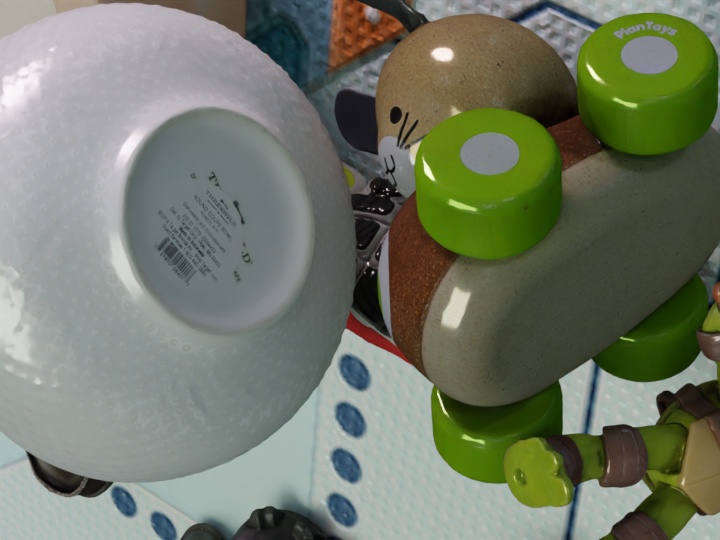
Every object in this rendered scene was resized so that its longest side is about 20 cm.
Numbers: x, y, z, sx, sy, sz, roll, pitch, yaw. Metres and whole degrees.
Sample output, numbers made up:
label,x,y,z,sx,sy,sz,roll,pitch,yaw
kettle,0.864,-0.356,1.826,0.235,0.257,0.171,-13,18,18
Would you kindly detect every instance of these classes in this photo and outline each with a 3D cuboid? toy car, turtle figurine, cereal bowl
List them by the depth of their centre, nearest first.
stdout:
label,x,y,z,sx,sy,sz,roll,pitch,yaw
turtle figurine,0.136,0.068,0.969,0.064,0.161,0.201,26,130,54
cereal bowl,-0.078,-0.015,0.980,0.083,0.200,0.201,-11,108,52
toy car,0.039,-0.047,0.986,0.200,0.158,0.165,42,153,35

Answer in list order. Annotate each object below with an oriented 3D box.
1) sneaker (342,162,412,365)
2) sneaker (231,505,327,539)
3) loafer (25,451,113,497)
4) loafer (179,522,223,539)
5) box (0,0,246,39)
label,x,y,z,sx,sy,sz,roll,pitch,yaw
sneaker,0.000,0.000,1.117,0.200,0.077,0.085,32,154,32
sneaker,-0.021,0.224,1.265,0.098,0.071,0.201,87,162,-77
loafer,-0.176,0.045,1.302,0.073,0.071,0.201,20,128,35
loafer,-0.087,0.229,1.363,0.072,0.063,0.200,7,130,5
box,-0.109,-0.079,1.075,0.078,0.095,0.201,-1,88,45
